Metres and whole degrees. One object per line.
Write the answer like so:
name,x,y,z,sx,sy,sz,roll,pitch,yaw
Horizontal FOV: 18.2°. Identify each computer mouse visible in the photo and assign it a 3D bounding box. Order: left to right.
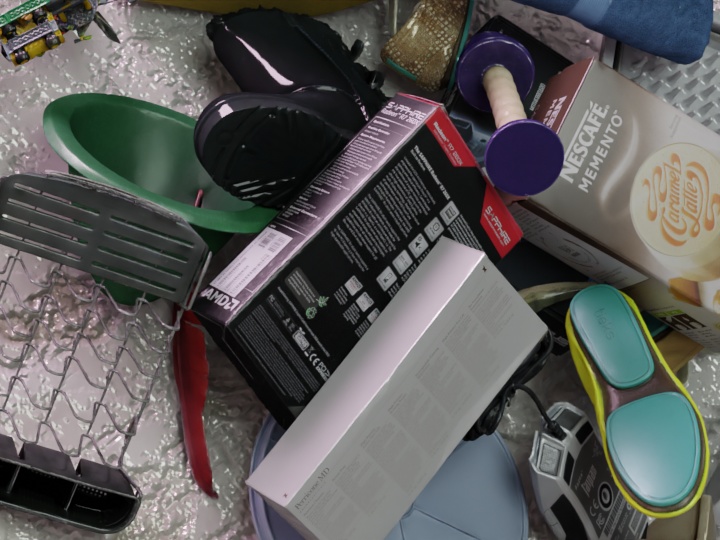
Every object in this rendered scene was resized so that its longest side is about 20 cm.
computer mouse,0.131,0.131,1.501,0.200,0.044,0.110,58,42,-28

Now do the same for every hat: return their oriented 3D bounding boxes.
hat,-0.154,0.006,1.461,0.166,0.176,0.200,15,23,-22

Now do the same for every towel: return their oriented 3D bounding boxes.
towel,0.165,-0.221,1.578,0.200,0.049,0.112,18,62,-30

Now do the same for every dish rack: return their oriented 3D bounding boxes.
dish rack,-0.180,0.045,1.349,0.153,0.055,0.200,18,104,-17
dish rack,0.253,-0.108,1.644,0.200,0.044,0.172,21,61,-18

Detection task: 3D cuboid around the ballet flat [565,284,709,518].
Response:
ballet flat,0.184,0.095,1.473,0.067,0.067,0.200,-18,46,1

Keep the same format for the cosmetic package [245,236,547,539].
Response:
cosmetic package,0.023,0.082,1.400,0.200,0.051,0.083,-51,130,-12

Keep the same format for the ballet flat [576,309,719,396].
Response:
ballet flat,0.231,0.045,1.617,0.200,0.069,0.063,-31,112,-30

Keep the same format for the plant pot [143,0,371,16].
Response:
plant pot,-0.036,-0.284,1.551,0.200,0.195,0.194,15,63,-30

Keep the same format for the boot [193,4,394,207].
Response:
boot,-0.054,-0.115,1.478,0.198,0.073,0.163,10,35,-42

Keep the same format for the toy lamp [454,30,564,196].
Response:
toy lamp,0.096,-0.113,1.501,0.058,0.058,0.200,25,19,-14

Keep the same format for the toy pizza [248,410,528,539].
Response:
toy pizza,0.017,0.154,1.472,0.200,0.032,0.200,11,63,-21

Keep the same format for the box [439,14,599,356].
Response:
box,0.119,-0.063,1.609,0.160,0.044,0.200,33,58,-11

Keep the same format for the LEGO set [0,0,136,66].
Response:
LEGO set,-0.253,-0.207,1.472,0.154,0.116,0.200,-35,82,-4

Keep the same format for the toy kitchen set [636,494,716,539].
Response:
toy kitchen set,0.131,0.220,1.448,0.180,0.200,0.163,4,64,15

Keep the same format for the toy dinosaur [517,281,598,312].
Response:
toy dinosaur,0.068,0.030,1.505,0.200,0.047,0.088,-34,94,-28

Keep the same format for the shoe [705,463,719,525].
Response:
shoe,0.324,0.128,1.610,0.091,0.071,0.200,39,52,1

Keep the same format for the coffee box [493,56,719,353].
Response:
coffee box,0.201,-0.042,1.529,0.200,0.080,0.114,29,77,-13

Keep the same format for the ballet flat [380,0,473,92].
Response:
ballet flat,0.059,-0.221,1.638,0.065,0.071,0.200,18,57,-2

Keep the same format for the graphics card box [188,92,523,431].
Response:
graphics card box,0.000,0.000,1.418,0.200,0.051,0.125,-47,128,-16
